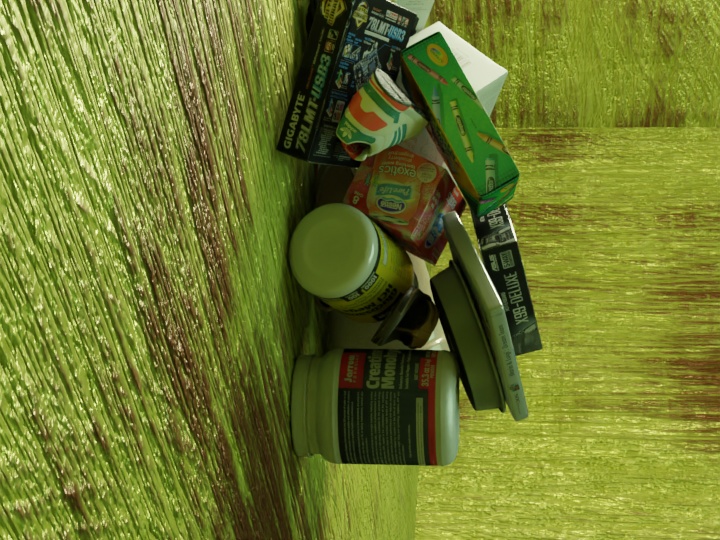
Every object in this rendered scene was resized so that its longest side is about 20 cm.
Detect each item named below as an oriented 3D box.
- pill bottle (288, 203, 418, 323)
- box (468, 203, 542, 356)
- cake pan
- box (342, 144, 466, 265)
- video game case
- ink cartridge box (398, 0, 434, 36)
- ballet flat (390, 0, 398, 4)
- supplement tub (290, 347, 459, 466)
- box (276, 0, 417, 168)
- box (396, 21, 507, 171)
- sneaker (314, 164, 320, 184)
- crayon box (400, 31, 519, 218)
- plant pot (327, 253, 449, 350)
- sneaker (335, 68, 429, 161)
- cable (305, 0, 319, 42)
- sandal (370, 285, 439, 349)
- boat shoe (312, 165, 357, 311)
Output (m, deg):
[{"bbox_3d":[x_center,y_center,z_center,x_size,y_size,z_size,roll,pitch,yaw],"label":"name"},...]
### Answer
[{"bbox_3d":[0.000,0.000,1.709,0.200,0.111,0.114,35,54,-63],"label":"pill bottle"},{"bbox_3d":[0.180,-0.010,1.783,0.201,0.049,0.159,-95,169,-61],"label":"box"},{"bbox_3d":[0.131,0.087,1.750,0.200,0.036,0.203,160,-89,-89],"label":"cake pan"},{"bbox_3d":[0.058,-0.085,1.757,0.096,0.102,0.200,-62,166,-3],"label":"box"},{"bbox_3d":[0.152,0.054,1.710,0.201,0.023,0.184,-111,-177,-52],"label":"video game case"},{"bbox_3d":[0.028,-0.341,1.859,0.117,0.066,0.201,58,-38,34],"label":"ink cartridge box"},{"bbox_3d":[-0.015,-0.276,1.732,0.072,0.071,0.202,68,45,-73],"label":"ballet flat"},{"bbox_3d":[0.021,0.167,1.717,0.140,0.197,0.143,0,90,-84],"label":"supplement tub"},{"bbox_3d":[-0.013,-0.222,1.626,0.200,0.049,0.201,-5,113,-69],"label":"box"},{"bbox_3d":[0.094,-0.205,1.867,0.097,0.124,0.201,-35,157,-42],"label":"box"},{"bbox_3d":[0.001,-0.180,1.860,0.078,0.114,0.203,-22,113,-76],"label":"sneaker"},{"bbox_3d":[0.118,-0.173,1.685,0.202,0.058,0.119,62,-2,10],"label":"crayon box"},{"bbox_3d":[0.028,0.047,1.936,0.201,0.197,0.186,-59,137,-77],"label":"plant pot"},{"bbox_3d":[0.018,-0.172,1.618,0.070,0.093,0.200,47,8,8],"label":"sneaker"},{"bbox_3d":[-0.049,-0.358,1.770,0.201,0.050,0.165,84,14,-61],"label":"cable"},{"bbox_3d":[0.067,0.068,1.709,0.082,0.054,0.200,-56,165,2],"label":"sandal"},{"bbox_3d":[-0.031,-0.048,1.804,0.065,0.070,0.203,-42,133,-82],"label":"boat shoe"}]
